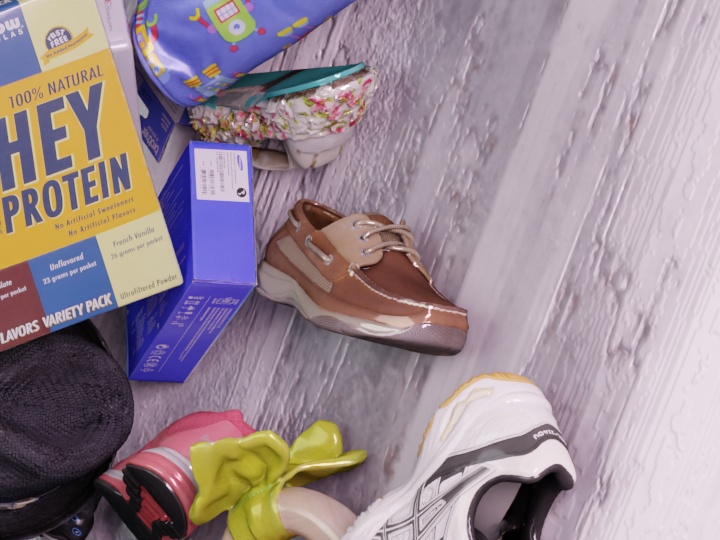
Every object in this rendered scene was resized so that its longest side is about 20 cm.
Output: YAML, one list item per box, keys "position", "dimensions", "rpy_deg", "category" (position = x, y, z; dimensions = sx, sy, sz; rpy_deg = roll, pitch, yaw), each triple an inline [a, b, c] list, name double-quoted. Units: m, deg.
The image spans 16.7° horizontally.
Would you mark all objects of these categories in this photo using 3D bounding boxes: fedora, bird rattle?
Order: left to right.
- position: [-0.222, 0.089, 1.619]
  dimensions: [0.091, 0.200, 0.202]
  rpy_deg: [-9, 73, 48]
  category: "fedora"
- position: [-0.052, 0.193, 1.455]
  dimensions: [0.163, 0.112, 0.201]
  rpy_deg: [24, 104, 39]
  category: "bird rattle"

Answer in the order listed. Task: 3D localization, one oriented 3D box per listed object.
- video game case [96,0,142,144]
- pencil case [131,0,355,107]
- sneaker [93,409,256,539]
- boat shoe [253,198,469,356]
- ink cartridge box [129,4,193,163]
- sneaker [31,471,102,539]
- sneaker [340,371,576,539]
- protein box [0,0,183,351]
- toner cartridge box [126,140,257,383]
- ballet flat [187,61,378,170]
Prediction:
- position: [-0.171, -0.168, 1.643]
  dimensions: [0.200, 0.024, 0.183]
  rpy_deg: [94, 166, -61]
  category: "video game case"
- position: [-0.054, -0.183, 1.529]
  dimensions: [0.200, 0.087, 0.078]
  rpy_deg: [-32, 19, 24]
  category: "pencil case"
- position: [-0.111, 0.134, 1.587]
  dimensions: [0.074, 0.087, 0.200]
  rpy_deg: [51, 161, -2]
  category: "sneaker"
- position: [0.000, 0.000, 1.452]
  dimensions: [0.200, 0.075, 0.072]
  rpy_deg: [23, 97, 55]
  category: "boat shoe"
- position: [-0.108, -0.184, 1.696]
  dimensions: [0.201, 0.042, 0.119]
  rpy_deg: [-62, 38, 21]
  category: "ink cartridge box"
- position: [-0.248, 0.168, 1.689]
  dimensions: [0.200, 0.112, 0.073]
  rpy_deg: [-46, 11, -30]
  category: "sneaker"
- position: [0.047, 0.154, 1.333]
  dimensions: [0.201, 0.075, 0.088]
  rpy_deg: [-62, 37, 24]
  category: "sneaker"
- position: [-0.221, -0.086, 1.541]
  dimensions: [0.199, 0.134, 0.201]
  rpy_deg: [-137, 29, -66]
  category: "protein box"
- position: [-0.112, -0.002, 1.593]
  dimensions: [0.200, 0.043, 0.096]
  rpy_deg: [131, 141, -64]
  category: "toner cartridge box"
- position: [-0.042, -0.096, 1.564]
  dimensions: [0.200, 0.075, 0.064]
  rpy_deg: [3, 114, 61]
  category: "ballet flat"
